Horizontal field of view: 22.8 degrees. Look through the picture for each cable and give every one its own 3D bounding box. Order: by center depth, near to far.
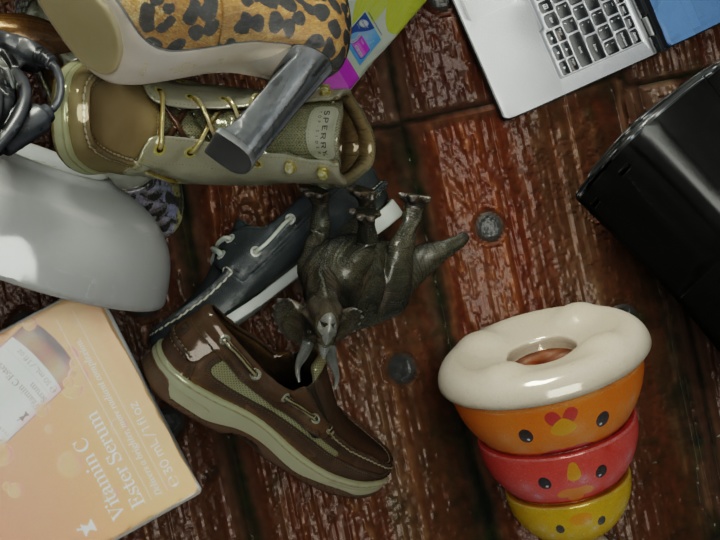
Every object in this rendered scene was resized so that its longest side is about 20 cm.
[{"bbox_3d":[-0.272,-0.083,1.042,0.163,0.199,0.051,-51,137,-24],"label":"cable"}]

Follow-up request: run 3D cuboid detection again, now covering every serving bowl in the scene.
[{"bbox_3d":[-0.206,-0.040,1.115,0.199,0.200,0.066,20,97,-7],"label":"serving bowl"}]

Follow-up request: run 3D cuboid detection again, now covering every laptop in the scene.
[{"bbox_3d":[0.161,-0.233,1.229,0.199,0.116,0.188,-24,90,-9],"label":"laptop"}]

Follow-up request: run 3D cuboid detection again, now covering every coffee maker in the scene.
[{"bbox_3d":[0.249,-0.022,1.199,0.200,0.192,0.135,47,126,8],"label":"coffee maker"}]

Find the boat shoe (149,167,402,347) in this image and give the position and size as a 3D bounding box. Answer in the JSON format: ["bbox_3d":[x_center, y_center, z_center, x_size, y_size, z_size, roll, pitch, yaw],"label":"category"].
[{"bbox_3d":[-0.067,-0.010,1.208,0.200,0.076,0.060,-34,93,-21],"label":"boat shoe"}]

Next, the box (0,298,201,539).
[{"bbox_3d":[-0.225,0.122,1.156,0.199,0.106,0.153,-29,92,-9],"label":"box"}]

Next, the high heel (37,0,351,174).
[{"bbox_3d":[-0.101,-0.166,1.040,0.200,0.071,0.143,42,56,-10],"label":"high heel"}]

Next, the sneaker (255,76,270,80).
[{"bbox_3d":[-0.132,-0.157,1.088,0.200,0.073,0.085,32,83,-25],"label":"sneaker"}]

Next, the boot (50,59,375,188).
[{"bbox_3d":[-0.086,-0.088,1.098,0.154,0.200,0.073,4,89,21],"label":"boot"}]

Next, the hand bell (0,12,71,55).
[{"bbox_3d":[-0.284,-0.152,1.150,0.199,0.104,0.105,0,87,-2],"label":"hand bell"}]

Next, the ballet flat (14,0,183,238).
[{"bbox_3d":[-0.177,-0.111,1.195,0.072,0.072,0.201,-26,92,-9],"label":"ballet flat"}]

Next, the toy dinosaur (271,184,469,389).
[{"bbox_3d":[0.000,0.000,1.165,0.077,0.200,0.103,18,107,24],"label":"toy dinosaur"}]

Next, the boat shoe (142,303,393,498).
[{"bbox_3d":[-0.043,0.084,1.166,0.202,0.075,0.075,30,106,-37],"label":"boat shoe"}]

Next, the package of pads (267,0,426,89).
[{"bbox_3d":[-0.033,-0.221,1.167,0.155,0.068,0.200,-50,136,-13],"label":"package of pads"}]

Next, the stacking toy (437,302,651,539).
[{"bbox_3d":[0.143,0.135,1.219,0.145,0.146,0.201,-18,107,-9],"label":"stacking toy"}]

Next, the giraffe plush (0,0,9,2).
[{"bbox_3d":[-0.200,-0.255,1.142,0.200,0.172,0.163,42,61,-35],"label":"giraffe plush"}]
